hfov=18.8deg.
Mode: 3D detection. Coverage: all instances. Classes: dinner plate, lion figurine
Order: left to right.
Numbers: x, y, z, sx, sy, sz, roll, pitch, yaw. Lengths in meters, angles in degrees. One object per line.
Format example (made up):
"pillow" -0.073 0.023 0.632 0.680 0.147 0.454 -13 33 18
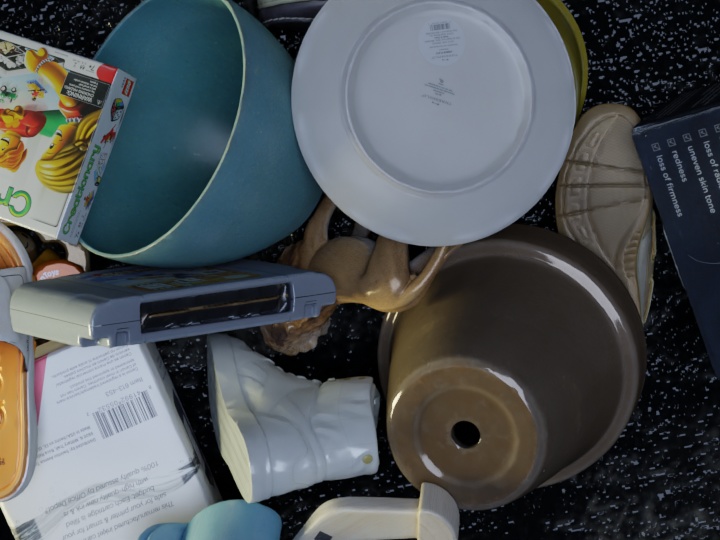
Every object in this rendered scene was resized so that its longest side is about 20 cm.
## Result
"lion figurine" 0.000 0.000 1.560 0.072 0.200 0.123 30 71 -26
"dinner plate" 0.053 -0.117 1.479 0.199 0.024 0.201 0 87 -10

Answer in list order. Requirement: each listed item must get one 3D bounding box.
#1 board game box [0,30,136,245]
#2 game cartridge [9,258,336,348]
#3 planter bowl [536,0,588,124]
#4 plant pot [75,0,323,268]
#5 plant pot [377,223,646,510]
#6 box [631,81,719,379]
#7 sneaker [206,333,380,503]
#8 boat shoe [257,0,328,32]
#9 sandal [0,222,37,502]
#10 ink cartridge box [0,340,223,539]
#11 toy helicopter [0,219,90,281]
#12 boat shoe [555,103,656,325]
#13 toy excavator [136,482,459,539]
"board game box" -0.269 -0.108 1.544 0.199 0.035 0.127 18 87 21
"game cartridge" -0.134 0.020 1.510 0.199 0.133 0.042 -8 104 -37
"planter bowl" 0.080 -0.110 1.554 0.199 0.084 0.201 -7 122 -11
"plant pot" -0.100 -0.086 1.546 0.134 0.200 0.201 22 95 -40
"plant pot" 0.091 0.084 1.541 0.199 0.175 0.201 6 110 16
"box" 0.330 -0.049 1.559 0.196 0.124 0.201 -15 100 30
"sneaker" -0.045 0.100 1.562 0.115 0.200 0.074 -9 117 -12
"boat shoe" 0.022 -0.173 1.590 0.199 0.072 0.065 4 91 -10
"sandal" -0.266 0.059 1.517 0.079 0.059 0.208 -10 84 9
"ink cartridge box" -0.192 0.148 1.601 0.144 0.084 0.201 -23 97 0
"toy helicopter" -0.295 0.004 1.583 0.199 0.079 0.133 -25 91 -2
"boat shoe" 0.184 -0.028 1.619 0.073 0.069 0.201 4 102 11
"toy excavator" -0.054 0.203 1.490 0.194 0.100 0.200 25 119 -8
